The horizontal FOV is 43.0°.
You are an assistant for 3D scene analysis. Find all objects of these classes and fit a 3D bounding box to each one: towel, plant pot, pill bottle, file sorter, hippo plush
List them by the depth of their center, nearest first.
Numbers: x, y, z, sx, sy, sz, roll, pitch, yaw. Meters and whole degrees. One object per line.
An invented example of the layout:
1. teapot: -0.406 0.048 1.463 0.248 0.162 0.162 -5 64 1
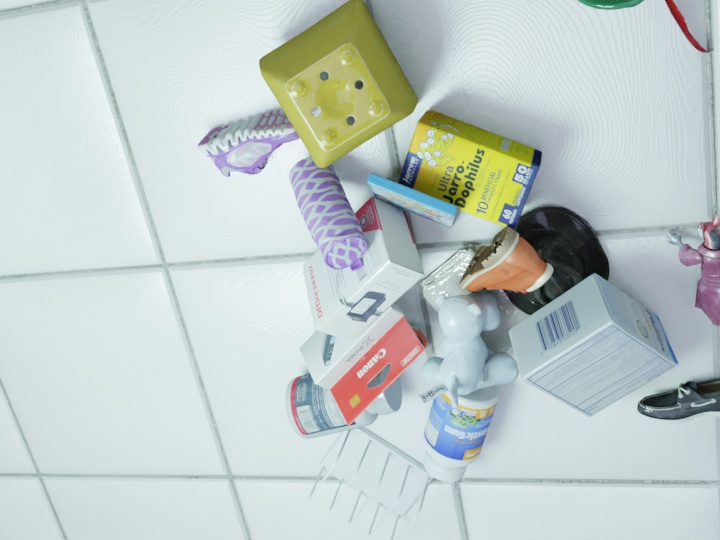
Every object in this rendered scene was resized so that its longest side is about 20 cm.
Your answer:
1. plant pot: -0.031 -0.270 1.365 0.194 0.200 0.195 -30 106 8
2. hippo plush: 0.161 0.116 1.532 0.158 0.198 0.163 2 102 49
3. towel: 0.207 0.059 1.587 0.200 0.035 0.132 44 121 -8
4. pill bottle: 0.176 0.284 1.667 0.111 0.112 0.202 17 120 8
5. pill bottle: -0.029 0.237 1.702 0.198 0.120 0.121 -16 111 23
6. file sorter: 0.017 0.422 1.782 0.199 0.125 0.139 32 121 -1

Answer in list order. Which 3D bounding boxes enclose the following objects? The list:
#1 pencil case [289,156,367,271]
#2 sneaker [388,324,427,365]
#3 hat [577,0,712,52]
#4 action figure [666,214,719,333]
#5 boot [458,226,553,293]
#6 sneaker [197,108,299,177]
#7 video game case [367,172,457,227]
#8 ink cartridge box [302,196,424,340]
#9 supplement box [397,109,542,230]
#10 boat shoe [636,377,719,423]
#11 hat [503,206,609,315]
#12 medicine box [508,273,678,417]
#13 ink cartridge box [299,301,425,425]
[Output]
1. pencil case: -0.054 -0.097 1.494 0.083 0.202 0.086 -22 147 0
2. sneaker: 0.017 0.131 1.653 0.197 0.082 0.078 1 118 20
3. hat: 0.385 -0.409 1.300 0.164 0.176 0.203 -13 75 25
4. action figure: 0.543 0.007 1.399 0.132 0.150 0.201 -11 127 28
5. boot: 0.227 0.007 1.454 0.107 0.076 0.200 33 159 -7
6. sneaker: -0.175 -0.209 1.546 0.198 0.081 0.089 -10 120 27
7. video game case: 0.084 -0.109 1.453 0.142 0.200 0.018 22 90 5
8. ink cartridge box: 0.000 0.000 1.547 0.084 0.146 0.200 20 130 -36
9. supplement box: 0.172 -0.160 1.433 0.198 0.110 0.110 21 112 6
10. boat shoe: 0.564 0.213 1.535 0.197 0.074 0.061 -4 116 16
11. hat: 0.309 0.004 1.488 0.198 0.081 0.203 4 114 9
12. medicine box: 0.376 0.126 1.484 0.199 0.104 0.182 29 127 -35
13. ink cartridge box: -0.002 0.136 1.592 0.200 0.177 0.045 -46 136 15
